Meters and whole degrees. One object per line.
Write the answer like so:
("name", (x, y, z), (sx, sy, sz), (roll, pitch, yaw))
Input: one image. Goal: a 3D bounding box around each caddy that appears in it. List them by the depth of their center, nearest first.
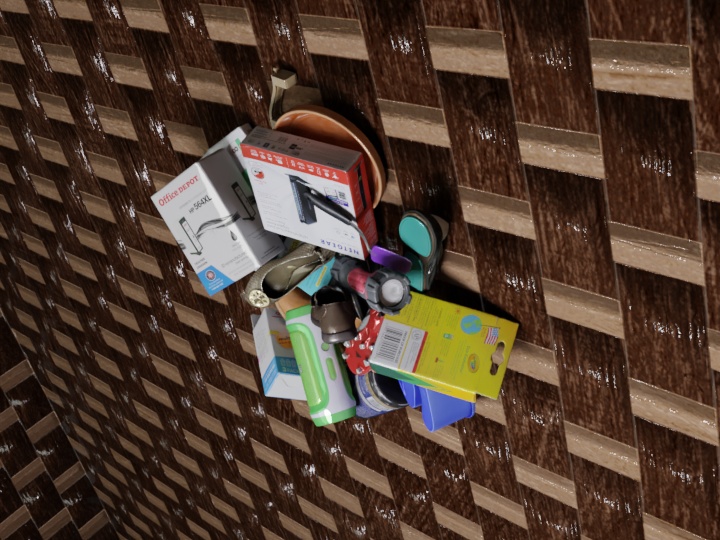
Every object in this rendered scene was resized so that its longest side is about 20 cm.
("caddy", (0.126, 0.159, 1.613), (0.142, 0.104, 0.202), (49, 159, 48))

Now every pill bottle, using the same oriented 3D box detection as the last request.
("pill bottle", (0.022, 0.200, 1.775), (0.112, 0.112, 0.200), (54, 148, -4))

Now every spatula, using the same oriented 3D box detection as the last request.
("spatula", (-0.007, -0.058, 1.499), (0.199, 0.021, 0.057), (40, 159, 12))

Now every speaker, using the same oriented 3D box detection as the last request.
("speaker", (-0.068, 0.158, 1.718), (0.088, 0.088, 0.203), (-21, 84, 57))

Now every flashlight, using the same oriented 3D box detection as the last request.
("flashlight", (0.009, 0.015, 1.524), (0.200, 0.067, 0.069), (28, 101, 63))

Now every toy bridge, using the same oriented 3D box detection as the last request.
("toy bridge", (-0.115, -0.234, 1.607), (0.067, 0.027, 0.202), (25, 140, 38))

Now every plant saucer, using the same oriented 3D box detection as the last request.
("plant saucer", (-0.047, -0.171, 1.548), (0.199, 0.032, 0.202), (25, 145, 19))

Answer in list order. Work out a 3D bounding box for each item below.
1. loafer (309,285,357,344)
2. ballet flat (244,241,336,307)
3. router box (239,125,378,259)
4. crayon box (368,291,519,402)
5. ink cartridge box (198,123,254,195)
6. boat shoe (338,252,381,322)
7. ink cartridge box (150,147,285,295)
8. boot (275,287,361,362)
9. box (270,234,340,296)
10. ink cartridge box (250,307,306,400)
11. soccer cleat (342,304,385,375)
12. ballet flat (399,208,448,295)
("loafer", (-0.041, 0.055, 1.588), (0.200, 0.072, 0.072), (-133, 34, -73))
("ballet flat", (-0.117, 0.005, 1.680), (0.199, 0.047, 0.067), (-33, 120, 21))
("router box", (-0.077, -0.120, 1.562), (0.198, 0.049, 0.181), (17, 141, 28))
("crayon box", (0.125, 0.115, 1.502), (0.198, 0.128, 0.051), (17, 159, 13))
("ink cartridge box", (-0.228, -0.131, 1.736), (0.199, 0.050, 0.162), (-33, 93, 21))
("boat shoe", (0.000, 0.000, 1.659), (0.066, 0.057, 0.202), (8, 128, 48))
("ink cartridge box", (-0.242, -0.082, 1.700), (0.145, 0.084, 0.201), (-28, 96, 39))
("boot", (-0.060, 0.063, 1.791), (0.199, 0.074, 0.155), (38, 146, 5))
("box", (-0.112, -0.029, 1.747), (0.199, 0.049, 0.083), (32, 103, 28))
("ink cartridge box", (-0.129, 0.139, 1.855), (0.068, 0.114, 0.201), (-59, 33, 35))
("soccer cleat", (0.033, 0.091, 1.644), (0.069, 0.085, 0.202), (41, 129, 27))
("ballet flat", (0.093, -0.041, 1.481), (0.068, 0.068, 0.201), (35, 153, 19))
